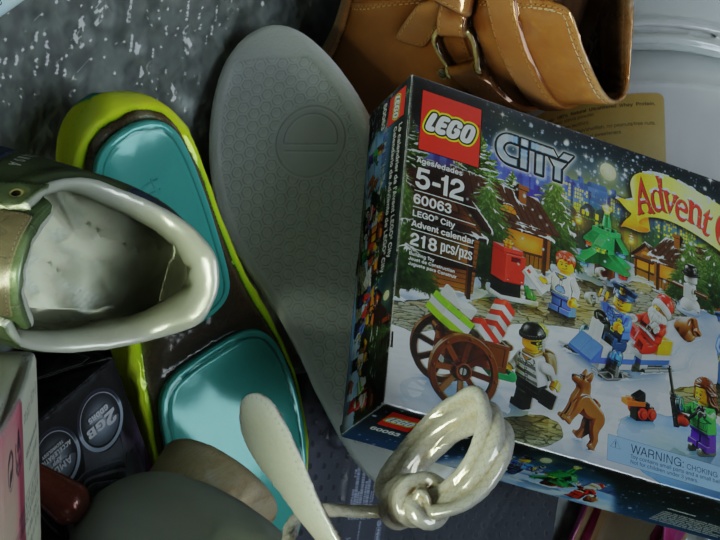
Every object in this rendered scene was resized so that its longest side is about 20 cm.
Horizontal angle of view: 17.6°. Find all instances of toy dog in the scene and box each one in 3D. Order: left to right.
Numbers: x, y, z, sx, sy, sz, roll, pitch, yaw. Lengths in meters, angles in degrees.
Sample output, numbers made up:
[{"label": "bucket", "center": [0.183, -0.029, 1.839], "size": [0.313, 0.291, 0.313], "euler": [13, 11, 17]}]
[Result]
[{"label": "toy dog", "center": [-0.053, 0.091, 0.786], "size": [0.096, 0.199, 0.133], "euler": [40, 46, -25]}]

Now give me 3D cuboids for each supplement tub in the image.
[{"label": "supplement tub", "center": [0.129, -0.009, 1.040], "size": [0.144, 0.143, 0.202], "euler": [32, 53, -49]}]

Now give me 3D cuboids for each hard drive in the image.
[{"label": "hard drive", "center": [0.019, 0.102, 1.044], "size": [0.199, 0.042, 0.136], "euler": [5, 94, -51]}]

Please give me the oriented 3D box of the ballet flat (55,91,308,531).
[{"label": "ballet flat", "center": [-0.071, 0.021, 0.897], "size": [0.066, 0.067, 0.201], "euler": [-27, 116, -22]}]

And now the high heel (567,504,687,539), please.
[{"label": "high heel", "center": [0.122, 0.142, 1.149], "size": [0.200, 0.067, 0.097], "euler": [-47, 141, -40]}]

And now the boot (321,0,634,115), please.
[{"label": "boot", "center": [0.046, -0.076, 0.949], "size": [0.074, 0.154, 0.201], "euler": [-38, 125, -39]}]

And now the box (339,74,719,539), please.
[{"label": "box", "center": [0.093, 0.020, 0.897], "size": [0.199, 0.038, 0.138], "euler": [17, 62, -22]}]

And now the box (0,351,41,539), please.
[{"label": "box", "center": [-0.167, 0.133, 0.735], "size": [0.109, 0.127, 0.202], "euler": [-103, -167, -78]}]

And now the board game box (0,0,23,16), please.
[{"label": "board game box", "center": [-0.166, -0.123, 0.724], "size": [0.200, 0.102, 0.106], "euler": [-42, 128, -37]}]

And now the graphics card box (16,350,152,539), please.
[{"label": "graphics card box", "center": [-0.119, 0.143, 0.881], "size": [0.125, 0.051, 0.201], "euler": [-40, 126, -37]}]

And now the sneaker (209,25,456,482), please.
[{"label": "sneaker", "center": [0.000, 0.000, 0.948], "size": [0.201, 0.070, 0.099], "euler": [67, 11, 16]}]

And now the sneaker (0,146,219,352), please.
[{"label": "sneaker", "center": [-0.134, -0.013, 0.755], "size": [0.199, 0.090, 0.068], "euler": [9, 95, -32]}]
